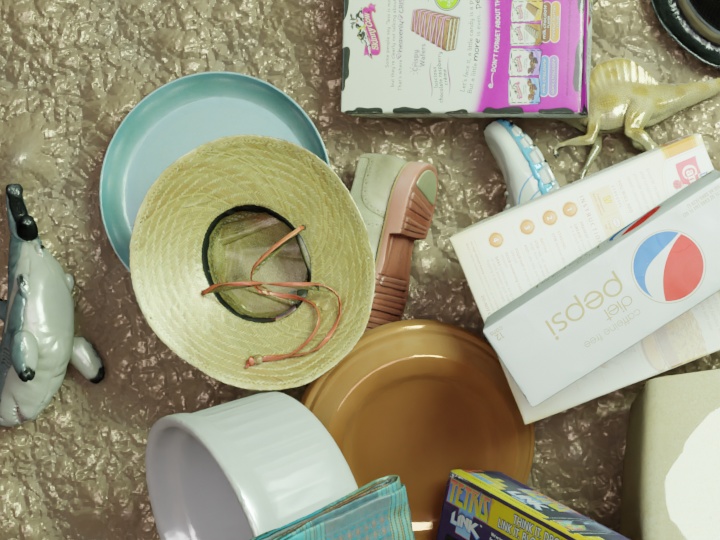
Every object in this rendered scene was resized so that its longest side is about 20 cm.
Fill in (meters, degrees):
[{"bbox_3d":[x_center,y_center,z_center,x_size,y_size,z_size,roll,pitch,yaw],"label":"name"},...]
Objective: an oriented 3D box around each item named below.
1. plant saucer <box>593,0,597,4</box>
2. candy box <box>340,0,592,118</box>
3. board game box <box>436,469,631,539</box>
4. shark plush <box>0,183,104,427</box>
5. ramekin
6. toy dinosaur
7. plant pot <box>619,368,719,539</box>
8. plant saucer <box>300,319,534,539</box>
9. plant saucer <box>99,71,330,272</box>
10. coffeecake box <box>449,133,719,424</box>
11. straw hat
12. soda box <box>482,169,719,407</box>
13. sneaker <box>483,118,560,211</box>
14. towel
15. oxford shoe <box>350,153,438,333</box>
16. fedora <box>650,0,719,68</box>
[{"bbox_3d":[0.129,-0.298,1.117,0.198,0.029,0.202,-1,85,6],"label":"plant saucer"},{"bbox_3d":[0.086,-0.193,1.068,0.198,0.061,0.138,3,92,17],"label":"candy box"},{"bbox_3d":[0.122,0.253,0.952,0.056,0.200,0.167,9,95,-29],"label":"board game box"},{"bbox_3d":[-0.292,0.027,1.106,0.083,0.091,0.202,-16,88,33],"label":"shark plush"},{"bbox_3d":[-0.077,0.191,1.006,0.097,0.200,0.202,-19,82,-29],"label":"ramekin"},{"bbox_3d":[0.226,-0.126,1.078,0.198,0.058,0.102,-5,83,4],"label":"toy dinosaur"},{"bbox_3d":[0.290,0.168,0.987,0.198,0.200,0.179,-7,75,4],"label":"plant pot"},{"bbox_3d":[0.046,0.141,1.048,0.198,0.037,0.202,-1,98,-8],"label":"plant saucer"},{"bbox_3d":[-0.121,-0.067,1.117,0.198,0.027,0.202,-1,84,5],"label":"plant saucer"},{"bbox_3d":[0.189,0.005,0.997,0.199,0.073,0.155,-22,92,11],"label":"coffeecake box"},{"bbox_3d":[-0.081,-0.004,1.053,0.199,0.085,0.203,0,91,3],"label":"straw hat"},{"bbox_3d":[0.187,0.012,0.929,0.199,0.064,0.068,-34,91,10],"label":"soda box"},{"bbox_3d":[0.137,-0.026,1.071,0.086,0.075,0.201,-27,83,8],"label":"sneaker"},{"bbox_3d":[0.000,0.261,0.923,0.022,0.146,0.202,-8,97,47],"label":"towel"},{"bbox_3d":[0.000,0.000,1.090,0.073,0.071,0.201,20,86,27],"label":"oxford shoe"},{"bbox_3d":[0.330,-0.263,1.059,0.199,0.092,0.202,-1,81,5],"label":"fedora"}]
